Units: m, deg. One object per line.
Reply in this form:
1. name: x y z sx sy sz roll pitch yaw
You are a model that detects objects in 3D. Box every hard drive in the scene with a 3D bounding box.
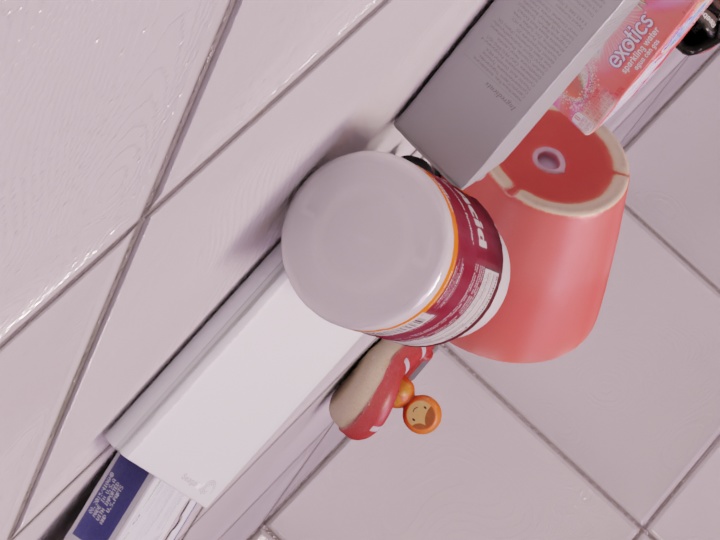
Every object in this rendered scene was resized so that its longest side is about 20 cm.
1. hard drive: -0.076 0.068 1.539 0.200 0.026 0.132 -48 147 -1

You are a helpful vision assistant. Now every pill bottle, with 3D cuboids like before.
1. pill bottle: 0.031 -0.009 1.460 0.114 0.114 0.200 -48 163 7

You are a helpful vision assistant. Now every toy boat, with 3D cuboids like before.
1. toy boat: 0.051 0.162 2.862 0.131 0.131 0.200 -52 173 33

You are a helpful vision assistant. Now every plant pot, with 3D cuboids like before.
1. plant pot: 0.146 -0.045 1.960 0.200 0.200 0.178 -43 163 -39

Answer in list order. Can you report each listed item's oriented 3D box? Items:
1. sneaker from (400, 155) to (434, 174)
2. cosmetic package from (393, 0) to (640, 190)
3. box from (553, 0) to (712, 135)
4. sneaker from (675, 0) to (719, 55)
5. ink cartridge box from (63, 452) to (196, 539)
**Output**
1. sneaker: 0.000 0.000 1.664 0.200 0.073 0.112 -53 171 30
2. cosmetic package: 0.119 -0.157 1.511 0.200 0.074 0.102 -48 174 24
3. box: 0.214 -0.215 1.709 0.103 0.095 0.200 -42 172 -43
4. sneaker: 0.475 -0.353 2.855 0.201 0.071 0.098 -49 177 30
5. ink cartridge box: -0.185 0.205 1.710 0.200 0.041 0.200 -58 170 13
